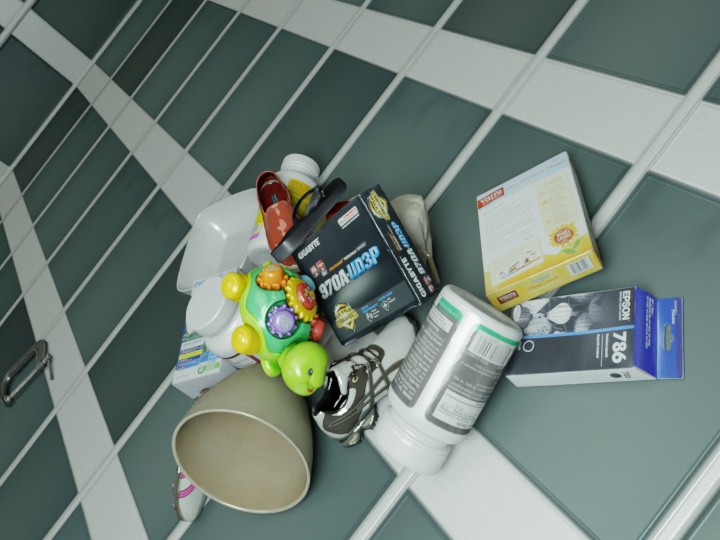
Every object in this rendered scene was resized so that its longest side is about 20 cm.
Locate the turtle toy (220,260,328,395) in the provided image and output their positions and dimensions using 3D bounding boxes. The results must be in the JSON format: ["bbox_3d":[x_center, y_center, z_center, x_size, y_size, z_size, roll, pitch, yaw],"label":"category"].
[{"bbox_3d":[-0.102,0.075,0.951,0.099,0.145,0.205,-27,66,24],"label":"turtle toy"}]

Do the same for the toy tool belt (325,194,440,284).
[{"bbox_3d":[0.032,-0.036,1.037,0.124,0.125,0.197,-39,29,-28],"label":"toy tool belt"}]

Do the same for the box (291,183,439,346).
[{"bbox_3d":[0.000,0.000,0.952,0.046,0.162,0.199,-28,-3,-39],"label":"box"}]

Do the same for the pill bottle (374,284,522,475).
[{"bbox_3d":[0.101,0.132,0.835,0.113,0.111,0.204,40,104,49],"label":"pill bottle"}]

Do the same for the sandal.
[{"bbox_3d":[-0.076,-0.089,1.029,0.076,0.043,0.201,-37,12,39],"label":"sandal"}]

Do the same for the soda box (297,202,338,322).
[{"bbox_3d":[-0.072,-0.017,1.156,0.063,0.067,0.205,-11,55,37],"label":"soda box"}]

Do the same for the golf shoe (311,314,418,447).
[{"bbox_3d":[0.008,0.139,0.953,0.077,0.094,0.203,19,74,48],"label":"golf shoe"}]

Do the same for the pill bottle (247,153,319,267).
[{"bbox_3d":[-0.129,-0.104,1.245,0.102,0.104,0.205,-9,56,38],"label":"pill bottle"}]

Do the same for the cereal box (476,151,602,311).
[{"bbox_3d":[0.225,-0.054,0.907,0.141,0.040,0.203,-26,36,27],"label":"cereal box"}]

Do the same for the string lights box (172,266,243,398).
[{"bbox_3d":[-0.247,0.105,1.184,0.100,0.059,0.205,-17,51,24],"label":"string lights box"}]

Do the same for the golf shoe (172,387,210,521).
[{"bbox_3d":[-0.233,0.292,1.079,0.089,0.073,0.206,13,87,8],"label":"golf shoe"}]

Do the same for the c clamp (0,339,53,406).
[{"bbox_3d":[-0.811,0.253,1.679,0.199,0.027,0.173,-40,42,13],"label":"c clamp"}]

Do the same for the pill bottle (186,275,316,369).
[{"bbox_3d":[-0.165,0.095,1.062,0.111,0.199,0.116,-22,48,27],"label":"pill bottle"}]

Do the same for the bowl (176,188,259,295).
[{"bbox_3d":[-0.249,-0.043,1.335,0.196,0.074,0.205,-17,52,35],"label":"bowl"}]

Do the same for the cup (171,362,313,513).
[{"bbox_3d":[-0.149,0.219,0.988,0.197,0.202,0.145,-25,25,27],"label":"cup"}]

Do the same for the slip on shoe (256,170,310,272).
[{"bbox_3d":[-0.129,-0.081,1.133,0.072,0.062,0.203,-23,58,0],"label":"slip on shoe"}]

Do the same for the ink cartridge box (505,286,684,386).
[{"bbox_3d":[0.265,0.077,0.801,0.196,0.039,0.102,-11,54,37],"label":"ink cartridge box"}]
